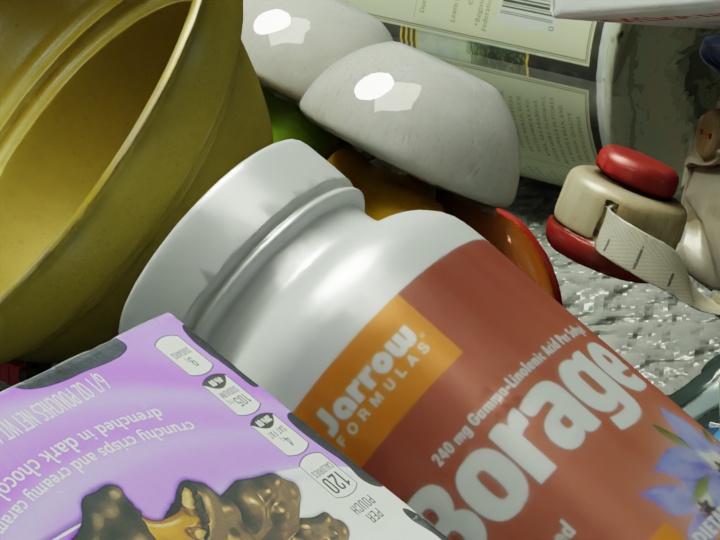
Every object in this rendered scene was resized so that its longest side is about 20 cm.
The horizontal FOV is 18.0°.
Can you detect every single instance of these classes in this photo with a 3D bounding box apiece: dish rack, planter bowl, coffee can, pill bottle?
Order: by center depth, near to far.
[{"bbox_3d":[0.027,0.056,0.671,0.200,0.112,0.112,41,45,14],"label":"pill bottle"},{"bbox_3d":[-0.090,-0.031,0.774,0.200,0.083,0.201,-34,35,29],"label":"planter bowl"},{"bbox_3d":[-0.169,-0.038,0.926,0.171,0.044,0.200,-41,15,-5],"label":"dish rack"},{"bbox_3d":[0.077,-0.116,1.048,0.199,0.147,0.146,17,35,38],"label":"coffee can"}]

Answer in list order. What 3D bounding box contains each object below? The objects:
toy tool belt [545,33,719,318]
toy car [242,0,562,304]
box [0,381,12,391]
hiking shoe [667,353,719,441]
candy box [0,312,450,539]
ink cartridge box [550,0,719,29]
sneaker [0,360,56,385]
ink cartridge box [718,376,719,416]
[{"bbox_3d":[0.170,-0.046,0.845,0.199,0.124,0.125,12,15,-29],"label":"toy tool belt"},{"bbox_3d":[0.000,0.000,0.858,0.149,0.176,0.200,19,11,-35],"label":"toy car"},{"bbox_3d":[-0.069,0.124,0.639,0.157,0.050,0.200,24,27,-9],"label":"box"},{"bbox_3d":[0.139,0.068,0.766,0.199,0.075,0.087,-20,61,-12],"label":"hiking shoe"},{"bbox_3d":[-0.030,0.115,0.555,0.200,0.072,0.168,38,28,14],"label":"candy box"},{"bbox_3d":[0.188,-0.131,0.835,0.199,0.085,0.144,0,2,-26],"label":"ink cartridge box"},{"bbox_3d":[-0.151,0.010,0.934,0.082,0.078,0.200,-14,20,9],"label":"sneaker"},{"bbox_3d":[0.229,0.049,0.690,0.199,0.048,0.145,-5,3,-34],"label":"ink cartridge box"}]
